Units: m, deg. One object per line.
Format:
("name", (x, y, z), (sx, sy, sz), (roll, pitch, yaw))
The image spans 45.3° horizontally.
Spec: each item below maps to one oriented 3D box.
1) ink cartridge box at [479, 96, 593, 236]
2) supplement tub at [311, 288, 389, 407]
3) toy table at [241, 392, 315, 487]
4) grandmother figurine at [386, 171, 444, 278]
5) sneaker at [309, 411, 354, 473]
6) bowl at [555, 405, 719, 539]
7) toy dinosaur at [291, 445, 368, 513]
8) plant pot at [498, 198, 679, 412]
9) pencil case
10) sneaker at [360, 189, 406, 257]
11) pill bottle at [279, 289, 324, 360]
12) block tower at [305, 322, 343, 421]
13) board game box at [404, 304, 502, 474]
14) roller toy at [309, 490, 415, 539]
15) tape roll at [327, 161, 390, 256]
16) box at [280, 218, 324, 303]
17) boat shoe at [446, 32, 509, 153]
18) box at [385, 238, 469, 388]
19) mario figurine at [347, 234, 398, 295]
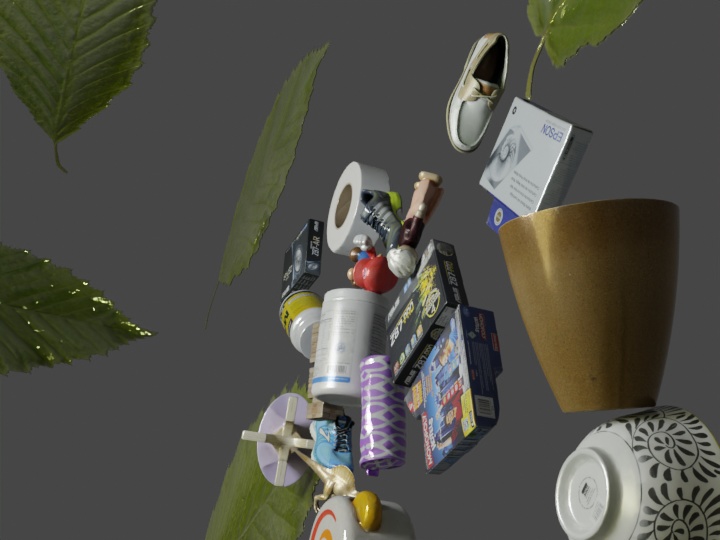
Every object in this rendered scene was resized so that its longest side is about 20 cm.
("ink cartridge box", (0.233, -0.131, 1.228), (0.200, 0.041, 0.200), (-122, 48, -65))
("supplement tub", (-0.017, 0.147, 1.621), (0.132, 0.132, 0.200), (144, 137, -63))
("toy table", (-0.159, 0.361, 1.843), (0.117, 0.184, 0.200), (115, 153, -78))
("grandmother figurine", (0.095, -0.077, 1.500), (0.121, 0.061, 0.200), (95, -167, -62))
("sneaker", (-0.051, 0.325, 1.685), (0.090, 0.078, 0.200), (-64, 23, 19))
("bowl", (0.254, 0.225, 0.844), (0.201, 0.094, 0.201), (-167, 90, -72))
("toy dinosaur", (-0.047, 0.399, 1.589), (0.200, 0.058, 0.101), (27, 111, 33))
("plant pot", (0.246, 0.045, 0.900), (0.186, 0.186, 0.200), (154, 114, -67))
("pencil case", (0.034, 0.242, 1.477), (0.085, 0.084, 0.200), (-39, 42, 48))
("sneaker", (0.042, -0.092, 1.692), (0.200, 0.081, 0.074), (-104, 33, -53))
("pill bottle", (-0.110, 0.124, 1.932), (0.200, 0.114, 0.114), (-135, 60, -68))
("block tower", (-0.065, 0.194, 1.694), (0.058, 0.054, 0.200), (-16, 63, 47))
("board game box", (0.134, 0.189, 1.263), (0.200, 0.062, 0.200), (122, 154, -46))
("roller toy", (-0.006, 0.453, 1.365), (0.200, 0.140, 0.183), (136, 142, -57))
("tape roll", (-0.007, -0.131, 1.878), (0.202, 0.071, 0.203), (-166, 90, -71))
("box", (-0.154, -0.019, 2.265), (0.200, 0.043, 0.160), (133, 146, -55))
("boat shoe", (0.193, -0.292, 1.403), (0.068, 0.075, 0.200), (174, 109, -76))
("box", (0.107, 0.073, 1.442), (0.161, 0.049, 0.200), (-93, 25, -49))
("mario figurine", (0.000, 0.000, 1.680), (0.106, 0.123, 0.200), (-39, 9, -4))
